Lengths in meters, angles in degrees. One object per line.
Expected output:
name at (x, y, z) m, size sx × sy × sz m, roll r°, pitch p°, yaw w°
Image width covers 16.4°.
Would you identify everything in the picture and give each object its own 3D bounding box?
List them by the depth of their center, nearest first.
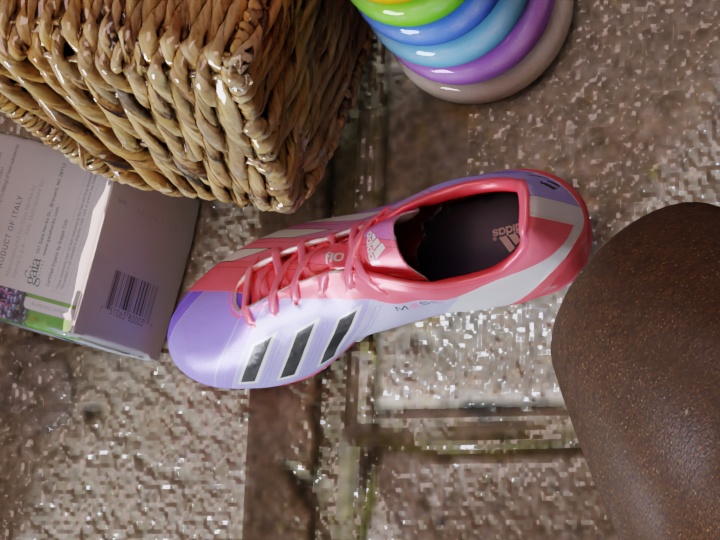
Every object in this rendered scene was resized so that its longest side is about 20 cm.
plant pot at (0.162, 0.067, 0.908) m, size 0.187 × 0.187 × 0.200 m, roll -48°, pitch 49°, yaw 8°
stacking toy at (0.018, -0.132, 0.990) m, size 0.085 × 0.200 × 0.086 m, roll -5°, pitch 76°, yaw 21°
soccer cleat at (0.000, 0.000, 1.039) m, size 0.199 × 0.076 × 0.067 m, roll -15°, pitch 73°, yaw 21°
basket at (-0.074, -0.134, 1.054) m, size 0.148 × 0.143 × 0.201 m, roll 8°, pitch 65°, yaw 17°
syrup box at (-0.181, -0.023, 1.126) m, size 0.199 × 0.079 × 0.082 m, roll 13°, pitch 84°, yaw 26°
